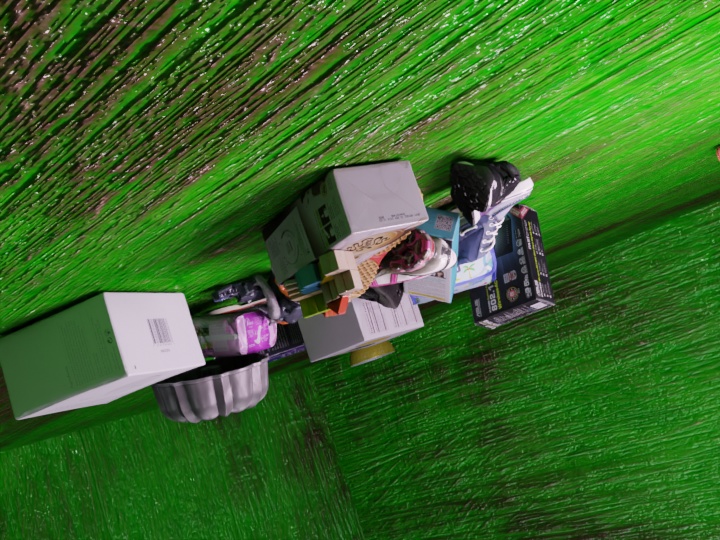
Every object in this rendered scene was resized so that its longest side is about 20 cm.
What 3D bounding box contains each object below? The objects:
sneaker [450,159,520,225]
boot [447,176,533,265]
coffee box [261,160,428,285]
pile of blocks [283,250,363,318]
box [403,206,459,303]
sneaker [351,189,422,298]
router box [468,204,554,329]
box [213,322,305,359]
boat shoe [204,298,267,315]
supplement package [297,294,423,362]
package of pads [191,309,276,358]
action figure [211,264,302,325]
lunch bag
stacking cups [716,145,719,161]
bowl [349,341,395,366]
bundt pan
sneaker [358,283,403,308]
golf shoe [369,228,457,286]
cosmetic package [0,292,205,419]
[{"bbox_3d":[0.173,-0.125,1.069,0.087,0.076,0.200,-34,175,-1],"label":"sneaker"},{"bbox_3d":[0.201,-0.074,1.269,0.199,0.091,0.073,-23,-175,41],"label":"boot"},{"bbox_3d":[-0.025,-0.055,0.973,0.112,0.080,0.200,-12,169,-34],"label":"coffee box"},{"bbox_3d":[-0.047,0.031,0.985,0.081,0.063,0.200,-15,170,-11],"label":"pile of blocks"},{"bbox_3d":[0.108,-0.023,1.242,0.082,0.049,0.200,12,152,11],"label":"box"},{"bbox_3d":[0.004,-0.056,1.099,0.075,0.090,0.200,6,129,-48],"label":"sneaker"},{"bbox_3d":[0.278,-0.006,1.529,0.062,0.202,0.149,15,149,-40],"label":"router box"},{"bbox_3d":[-0.219,0.147,1.726,0.198,0.105,0.148,-19,172,-5],"label":"box"},{"bbox_3d":[-0.212,0.095,1.561,0.199,0.063,0.071,-13,168,-43],"label":"boat shoe"},{"bbox_3d":[-0.007,0.075,1.581,0.151,0.152,0.199,-25,169,37],"label":"supplement package"},{"bbox_3d":[-0.259,0.114,1.413,0.198,0.076,0.120,-7,-178,26],"label":"package of pads"},{"bbox_3d":[-0.132,0.044,1.301,0.199,0.105,0.194,-15,163,-25],"label":"action figure"},{"bbox_3d":[0.152,-0.027,1.431,0.169,0.128,0.200,-17,159,3],"label":"lunch bag"},{"bbox_3d":[0.802,-0.258,1.561,0.199,0.061,0.060,-27,168,40],"label":"stacking cups"},{"bbox_3d":[0.036,0.319,3.323,0.199,0.108,0.200,-19,171,-3],"label":"bowl"},{"bbox_3d":[-0.241,0.196,1.311,0.200,0.076,0.202,-11,-177,0],"label":"bundt pan"},{"bbox_3d":[0.000,0.000,1.370,0.113,0.077,0.200,11,160,21],"label":"sneaker"},{"bbox_3d":[0.048,-0.009,1.166,0.199,0.073,0.092,-5,162,45],"label":"golf shoe"},{"bbox_3d":[-0.373,0.120,1.163,0.199,0.124,0.199,-23,171,17],"label":"cosmetic package"}]
